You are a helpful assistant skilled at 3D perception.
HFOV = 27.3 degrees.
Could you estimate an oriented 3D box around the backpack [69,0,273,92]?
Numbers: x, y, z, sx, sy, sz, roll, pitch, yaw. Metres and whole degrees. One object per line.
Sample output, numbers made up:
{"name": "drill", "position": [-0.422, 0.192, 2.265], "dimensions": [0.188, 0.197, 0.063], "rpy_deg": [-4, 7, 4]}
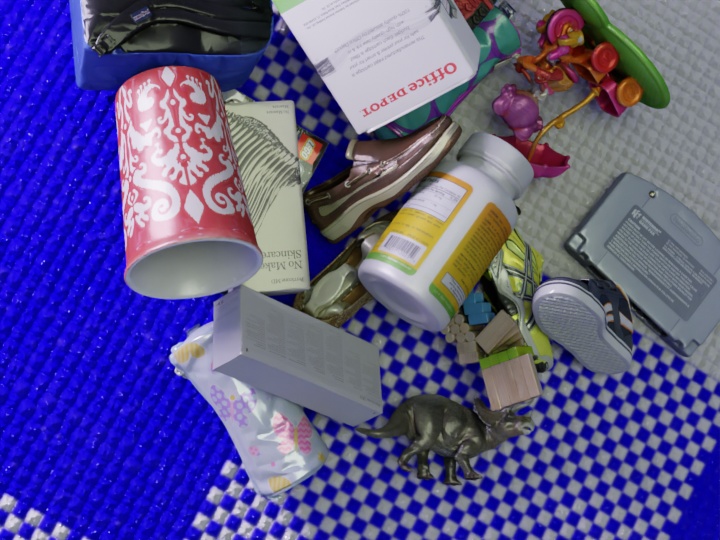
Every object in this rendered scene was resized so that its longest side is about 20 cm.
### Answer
{"name": "backpack", "position": [-0.197, -0.264, 1.531], "dimensions": [0.200, 0.168, 0.163], "rpy_deg": [-3, 76, -17]}

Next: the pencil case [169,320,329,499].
{"name": "pencil case", "position": [-0.116, 0.141, 1.563], "dimensions": [0.091, 0.083, 0.200], "rpy_deg": [-36, 96, -28]}

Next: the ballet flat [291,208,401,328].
{"name": "ballet flat", "position": [0.000, 0.000, 1.610], "dimensions": [0.070, 0.065, 0.200], "rpy_deg": [38, 74, 15]}

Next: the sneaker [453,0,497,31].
{"name": "sneaker", "position": [0.139, -0.330, 1.596], "dimensions": [0.200, 0.096, 0.079], "rpy_deg": [-36, 107, 0]}

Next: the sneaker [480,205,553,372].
{"name": "sneaker", "position": [0.178, 0.017, 1.655], "dimensions": [0.076, 0.075, 0.200], "rpy_deg": [-23, 93, -15]}

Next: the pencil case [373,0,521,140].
{"name": "pencil case", "position": [0.094, -0.213, 1.647], "dimensions": [0.092, 0.085, 0.200], "rpy_deg": [39, 77, 12]}

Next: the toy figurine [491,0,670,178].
{"name": "toy figurine", "position": [0.215, -0.191, 1.647], "dimensions": [0.184, 0.150, 0.200], "rpy_deg": [-45, 122, -4]}

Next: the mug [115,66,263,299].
{"name": "mug", "position": [-0.189, -0.080, 1.478], "dimensions": [0.133, 0.177, 0.200], "rpy_deg": [4, 62, -33]}

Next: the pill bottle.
{"name": "pill bottle", "position": [0.096, -0.045, 1.568], "dimensions": [0.111, 0.111, 0.200], "rpy_deg": [38, 75, -8]}

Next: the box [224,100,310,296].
{"name": "box", "position": [-0.104, -0.073, 1.553], "dimensions": [0.082, 0.068, 0.200], "rpy_deg": [-6, 87, -15]}

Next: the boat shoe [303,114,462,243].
{"name": "boat shoe", "position": [0.015, -0.109, 1.574], "dimensions": [0.202, 0.075, 0.075], "rpy_deg": [-38, 101, 26]}

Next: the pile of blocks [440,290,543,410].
{"name": "pile of blocks", "position": [0.135, 0.065, 1.617], "dimensions": [0.082, 0.062, 0.200], "rpy_deg": [-46, 70, 19]}

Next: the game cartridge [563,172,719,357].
{"name": "game cartridge", "position": [0.347, -0.013, 1.721], "dimensions": [0.200, 0.040, 0.133], "rpy_deg": [42, 80, -8]}

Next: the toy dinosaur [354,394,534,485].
{"name": "toy dinosaur", "position": [0.087, 0.177, 1.629], "dimensions": [0.200, 0.077, 0.102], "rpy_deg": [9, 71, -9]}

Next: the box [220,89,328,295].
{"name": "box", "position": [-0.140, -0.083, 1.600], "dimensions": [0.136, 0.038, 0.200], "rpy_deg": [29, 79, -10]}

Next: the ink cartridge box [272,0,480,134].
{"name": "ink cartridge box", "position": [0.012, -0.263, 1.517], "dimensions": [0.145, 0.084, 0.200], "rpy_deg": [-26, 112, 20]}

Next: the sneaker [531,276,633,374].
{"name": "sneaker", "position": [0.245, 0.041, 1.635], "dimensions": [0.078, 0.200, 0.080], "rpy_deg": [-6, 61, 27]}

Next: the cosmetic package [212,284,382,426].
{"name": "cosmetic package", "position": [-0.064, 0.092, 1.543], "dimensions": [0.200, 0.051, 0.083], "rpy_deg": [27, 46, -38]}
